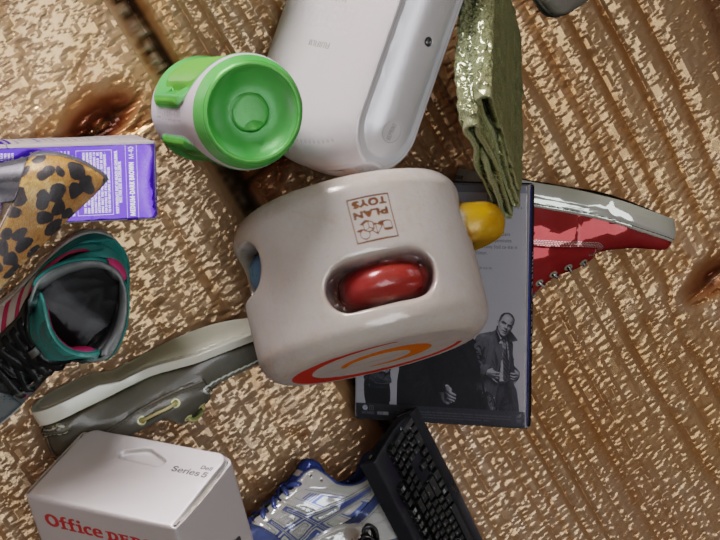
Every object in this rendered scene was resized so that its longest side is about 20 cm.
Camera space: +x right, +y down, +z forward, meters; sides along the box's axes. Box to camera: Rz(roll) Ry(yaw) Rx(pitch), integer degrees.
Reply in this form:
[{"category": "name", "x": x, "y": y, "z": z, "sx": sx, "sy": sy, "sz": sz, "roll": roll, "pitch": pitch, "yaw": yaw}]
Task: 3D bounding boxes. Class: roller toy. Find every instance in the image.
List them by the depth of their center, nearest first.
[{"category": "roller toy", "x": 0.000, "y": 0.000, "z": 1.275, "sx": 0.182, "sy": 0.199, "sz": 0.141, "roll": 2, "pitch": 71, "yaw": -56}]

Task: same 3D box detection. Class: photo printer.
[{"category": "photo printer", "x": -0.004, "y": -0.174, "z": 1.294, "sx": 0.069, "sy": 0.166, "sz": 0.201, "roll": 19, "pitch": 92, "yaw": -37}]

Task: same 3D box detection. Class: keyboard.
[{"category": "keyboard", "x": 0.049, "y": 0.222, "z": 1.377, "sx": 0.127, "sy": 0.020, "sz": 0.201, "roll": -50, "pitch": 128, "yaw": -32}]

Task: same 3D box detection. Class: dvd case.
[{"category": "dvd case", "x": 0.068, "y": 0.027, "z": 1.372, "sx": 0.149, "sy": 0.025, "sz": 0.202, "roll": 2, "pitch": 96, "yaw": 16}]

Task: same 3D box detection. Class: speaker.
[{"category": "speaker", "x": -0.104, "y": -0.121, "z": 1.247, "sx": 0.088, "sy": 0.200, "sz": 0.089, "roll": -2, "pitch": 97, "yaw": -17}]

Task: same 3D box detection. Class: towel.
[{"category": "towel", "x": 0.101, "y": -0.157, "z": 1.307, "sx": 0.036, "sy": 0.149, "sz": 0.201, "roll": -5, "pitch": 57, "yaw": 13}]

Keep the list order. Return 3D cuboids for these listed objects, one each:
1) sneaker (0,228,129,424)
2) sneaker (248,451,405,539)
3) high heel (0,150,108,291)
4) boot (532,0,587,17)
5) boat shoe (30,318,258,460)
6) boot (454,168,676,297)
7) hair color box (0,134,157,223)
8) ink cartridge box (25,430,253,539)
[{"category": "sneaker", "x": -0.245, "y": 0.057, "z": 1.266, "sx": 0.084, "sy": 0.121, "sz": 0.200, "roll": 41, "pitch": 84, "yaw": -18}, {"category": "sneaker", "x": -0.058, "y": 0.203, "z": 1.374, "sx": 0.199, "sy": 0.075, "sz": 0.089, "roll": -10, "pitch": 91, "yaw": -25}, {"category": "high heel", "x": -0.238, "y": 0.016, "z": 1.188, "sx": 0.141, "sy": 0.071, "sz": 0.202, "roll": -10, "pitch": 112, "yaw": -4}, {"category": "boot", "x": 0.232, "y": -0.290, "z": 1.368, "sx": 0.200, "sy": 0.131, "sz": 0.068, "roll": -43, "pitch": 106, "yaw": -8}, {"category": "boat shoe", "x": -0.159, "y": 0.096, "z": 1.325, "sx": 0.200, "sy": 0.072, "sz": 0.061, "roll": -22, "pitch": 103, "yaw": -7}, {"category": "boot", "x": 0.165, "y": -0.001, "z": 1.416, "sx": 0.198, "sy": 0.072, "sz": 0.146, "roll": 8, "pitch": 94, "yaw": -10}, {"category": "hair color box", "x": -0.260, "y": -0.068, "z": 1.253, "sx": 0.198, "sy": 0.109, "sz": 0.065, "roll": -2, "pitch": 97, "yaw": -16}, {"category": "ink cartridge box", "x": -0.154, "y": 0.234, "z": 1.267, "sx": 0.084, "sy": 0.144, "sz": 0.201, "roll": -49, "pitch": 135, "yaw": -46}]
